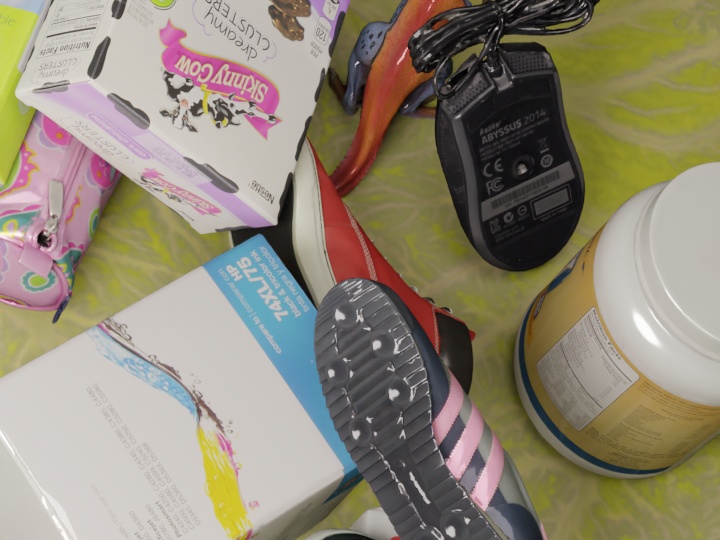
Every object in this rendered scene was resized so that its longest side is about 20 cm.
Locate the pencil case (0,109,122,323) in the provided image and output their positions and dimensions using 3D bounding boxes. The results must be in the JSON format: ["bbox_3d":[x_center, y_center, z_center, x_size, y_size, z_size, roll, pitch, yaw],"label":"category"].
[{"bbox_3d":[-0.180,-0.071,1.387,0.087,0.087,0.201,25,59,-7],"label":"pencil case"}]

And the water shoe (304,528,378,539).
[{"bbox_3d":[0.048,0.209,1.242,0.200,0.079,0.071,45,60,6],"label":"water shoe"}]

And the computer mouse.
[{"bbox_3d":[0.094,-0.094,1.467,0.138,0.201,0.053,-22,33,-19],"label":"computer mouse"}]

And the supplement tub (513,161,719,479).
[{"bbox_3d":[0.192,0.032,1.407,0.144,0.200,0.145,8,63,-17],"label":"supplement tub"}]

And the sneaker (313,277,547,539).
[{"bbox_3d":[0.041,0.094,1.251,0.082,0.070,0.201,-21,86,-62],"label":"sneaker"}]

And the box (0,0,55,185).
[{"bbox_3d":[-0.236,-0.156,1.364,0.121,0.048,0.201,12,66,17],"label":"box"}]

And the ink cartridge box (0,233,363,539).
[{"bbox_3d":[-0.112,0.107,1.292,0.200,0.147,0.146,-30,79,-30],"label":"ink cartridge box"}]

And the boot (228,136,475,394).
[{"bbox_3d":[0.000,0.000,1.436,0.144,0.072,0.201,11,50,-39],"label":"boot"}]

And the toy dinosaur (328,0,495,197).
[{"bbox_3d":[0.053,-0.151,1.454,0.105,0.182,0.201,19,62,-11],"label":"toy dinosaur"}]

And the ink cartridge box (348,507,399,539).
[{"bbox_3d":[0.045,0.255,1.315,0.145,0.084,0.201,16,62,-12],"label":"ink cartridge box"}]

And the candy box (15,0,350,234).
[{"bbox_3d":[-0.097,-0.149,1.372,0.168,0.071,0.201,37,60,-40],"label":"candy box"}]
